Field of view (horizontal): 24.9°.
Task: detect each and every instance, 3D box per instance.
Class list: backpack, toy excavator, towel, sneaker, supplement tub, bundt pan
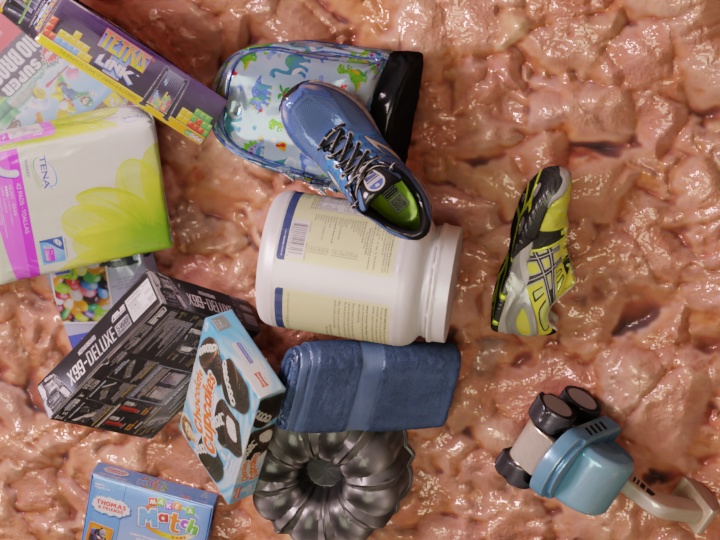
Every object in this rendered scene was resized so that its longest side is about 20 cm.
[{"bbox_3d":[-0.054,-0.164,1.668,0.199,0.154,0.164,18,105,17],"label":"backpack"},{"bbox_3d":[0.272,0.223,1.761,0.200,0.194,0.100,42,115,23],"label":"toy excavator"},{"bbox_3d":[0.006,0.121,1.754,0.198,0.049,0.112,2,124,-23],"label":"towel"},{"bbox_3d":[0.003,-0.105,1.578,0.200,0.089,0.079,43,94,-16],"label":"sneaker"},{"bbox_3d":[0.000,0.000,1.709,0.198,0.145,0.146,9,112,7],"label":"supplement tub"},{"bbox_3d":[-0.041,0.229,1.841,0.200,0.076,0.203,3,111,8],"label":"bundt pan"},{"bbox_3d":[0.194,-0.020,1.713,0.076,0.076,0.201,13,123,-3],"label":"sneaker"}]

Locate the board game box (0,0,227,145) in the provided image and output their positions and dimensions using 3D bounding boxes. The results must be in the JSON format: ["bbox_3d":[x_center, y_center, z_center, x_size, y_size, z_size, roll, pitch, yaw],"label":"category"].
[{"bbox_3d":[-0.246,-0.213,1.617,0.199,0.165,0.057,32,92,-31],"label":"board game box"}]

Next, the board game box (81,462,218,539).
[{"bbox_3d":[-0.259,0.339,1.942,0.150,0.037,0.201,15,113,4],"label":"board game box"}]

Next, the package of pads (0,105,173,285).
[{"bbox_3d":[-0.304,-0.083,1.703,0.199,0.068,0.156,-13,116,-17],"label":"package of pads"}]

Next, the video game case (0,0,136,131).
[{"bbox_3d":[-0.334,-0.188,1.696,0.143,0.017,0.200,-44,120,0],"label":"video game case"}]

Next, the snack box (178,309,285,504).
[{"bbox_3d":[-0.142,0.150,1.772,0.116,0.037,0.201,53,145,28],"label":"snack box"}]

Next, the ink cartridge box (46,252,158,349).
[{"bbox_3d":[-0.283,0.018,1.825,0.118,0.042,0.201,-12,110,15],"label":"ink cartridge box"}]

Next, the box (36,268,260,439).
[{"bbox_3d":[-0.230,0.096,1.788,0.200,0.157,0.050,-45,54,22],"label":"box"}]
